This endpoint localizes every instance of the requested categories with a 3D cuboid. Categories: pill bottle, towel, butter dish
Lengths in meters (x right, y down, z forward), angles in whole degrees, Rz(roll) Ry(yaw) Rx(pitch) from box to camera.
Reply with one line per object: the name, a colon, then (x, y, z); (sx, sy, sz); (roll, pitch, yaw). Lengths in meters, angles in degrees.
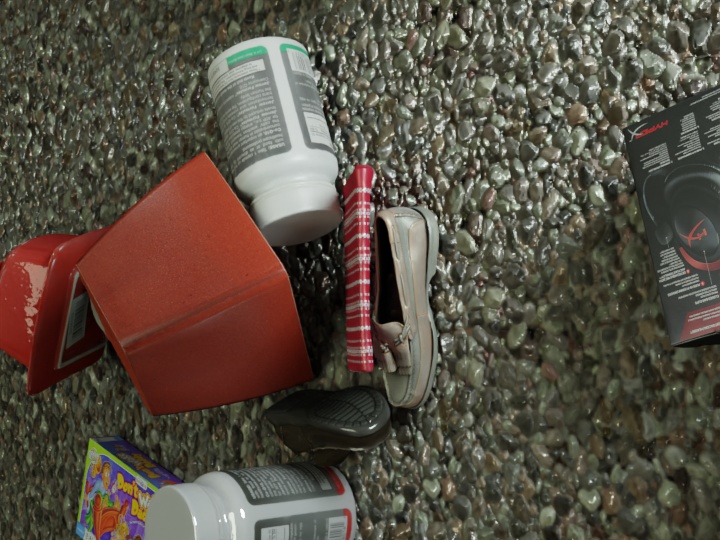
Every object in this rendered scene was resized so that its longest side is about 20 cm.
pill bottle: (-0.088, -0.135, 1.432); (0.113, 0.113, 0.200); (-33, 64, 44)
towel: (0.000, 0.000, 1.341); (0.145, 0.022, 0.201); (142, 127, -84)
pill bottle: (-0.113, 0.259, 1.388); (0.114, 0.200, 0.114); (-2, 88, 49)
butter dish: (-0.402, 0.029, 1.709); (0.148, 0.199, 0.200); (18, 106, 13)

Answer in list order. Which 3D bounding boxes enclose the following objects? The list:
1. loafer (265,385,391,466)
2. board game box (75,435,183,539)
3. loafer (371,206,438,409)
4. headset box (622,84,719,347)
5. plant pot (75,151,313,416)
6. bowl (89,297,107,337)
loafer: (-0.024, 0.164, 1.394); (0.200, 0.073, 0.071); (-2, 115, 61)
board game box: (-0.285, 0.307, 1.707); (0.200, 0.045, 0.135); (22, 106, 47)
loafer: (0.034, 0.037, 1.325); (0.072, 0.063, 0.201); (5, 93, 50)
headset box: (0.293, -0.036, 1.014); (0.149, 0.075, 0.200); (-24, 71, 47)
plant pot: (-0.183, 0.035, 1.428); (0.200, 0.176, 0.200); (53, 163, 35)
bowl: (-0.254, 0.022, 1.630); (0.201, 0.105, 0.201); (1, 91, 49)
